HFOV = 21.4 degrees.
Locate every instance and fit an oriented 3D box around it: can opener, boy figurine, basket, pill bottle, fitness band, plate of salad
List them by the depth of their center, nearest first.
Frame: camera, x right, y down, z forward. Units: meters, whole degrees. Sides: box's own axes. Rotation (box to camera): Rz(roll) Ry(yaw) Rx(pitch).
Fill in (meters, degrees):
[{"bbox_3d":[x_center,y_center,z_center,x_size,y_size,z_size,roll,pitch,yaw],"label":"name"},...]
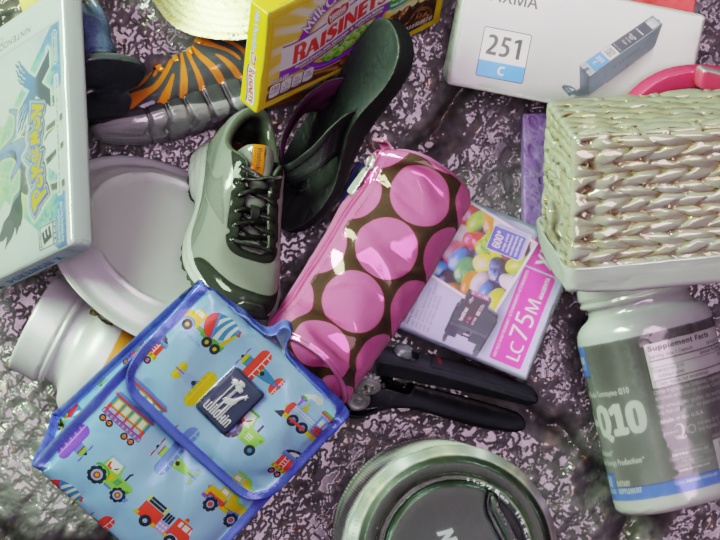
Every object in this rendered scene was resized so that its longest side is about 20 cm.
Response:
[{"bbox_3d":[0.239,-0.066,1.451,0.198,0.136,0.125,-4,107,-4],"label":"basket"},{"bbox_3d":[-0.156,-0.009,1.491,0.199,0.201,0.048,34,129,-3],"label":"plate of salad"},{"bbox_3d":[-0.170,0.086,1.501,0.199,0.111,0.112,28,85,-4],"label":"pill bottle"},{"bbox_3d":[-0.230,-0.211,1.503,0.064,0.125,0.201,0,51,-29],"label":"boy figurine"},{"bbox_3d":[0.293,-0.087,1.538,0.198,0.037,0.145,16,108,-11],"label":"fitness band"},{"bbox_3d":[0.051,0.090,1.539,0.198,0.079,0.064,11,125,-13],"label":"can opener"},{"bbox_3d":[0.238,0.087,1.540,0.113,0.114,0.202,-13,88,-6],"label":"pill bottle"}]

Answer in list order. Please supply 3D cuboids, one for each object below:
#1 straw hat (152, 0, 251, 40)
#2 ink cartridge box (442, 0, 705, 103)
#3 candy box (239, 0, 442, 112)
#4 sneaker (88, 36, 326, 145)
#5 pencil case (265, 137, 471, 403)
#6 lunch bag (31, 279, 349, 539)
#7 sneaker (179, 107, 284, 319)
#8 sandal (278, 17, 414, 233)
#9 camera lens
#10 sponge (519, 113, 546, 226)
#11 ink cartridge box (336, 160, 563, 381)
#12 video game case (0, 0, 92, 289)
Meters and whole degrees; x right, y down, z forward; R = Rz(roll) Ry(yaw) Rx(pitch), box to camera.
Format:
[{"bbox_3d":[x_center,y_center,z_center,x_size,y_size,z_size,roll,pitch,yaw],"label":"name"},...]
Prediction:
[{"bbox_3d":[-0.097,-0.288,1.495,0.199,0.085,0.203,-6,63,13],"label":"straw hat"},{"bbox_3d":[0.179,-0.221,1.542,0.198,0.045,0.178,10,99,-4],"label":"ink cartridge box"},{"bbox_3d":[-0.009,-0.204,1.500,0.199,0.103,0.026,-30,56,-31],"label":"candy box"},{"bbox_3d":[-0.134,-0.173,1.542,0.198,0.078,0.113,-17,85,-17],"label":"sneaker"},{"bbox_3d":[0.000,0.000,1.471,0.094,0.090,0.201,42,67,-31],"label":"pencil case"},{"bbox_3d":[-0.116,0.108,1.401,0.150,0.094,0.200,42,104,-12],"label":"lunch bag"},{"bbox_3d":[-0.093,-0.047,1.474,0.073,0.079,0.201,17,43,-25],"label":"sneaker"},{"bbox_3d":[-0.028,-0.118,1.511,0.048,0.076,0.201,9,126,-35],"label":"sandal"},{"bbox_3d":[0.061,0.212,1.473,0.158,0.200,0.162,0,87,-5],"label":"camera lens"},{"bbox_3d":[0.230,-0.076,1.589,0.198,0.030,0.113,-2,87,-5],"label":"sponge"},{"bbox_3d":[0.065,-0.002,1.550,0.198,0.042,0.120,22,88,8],"label":"ink cartridge box"},{"bbox_3d":[-0.264,-0.093,1.459,0.022,0.182,0.202,7,72,-39],"label":"video game case"}]
